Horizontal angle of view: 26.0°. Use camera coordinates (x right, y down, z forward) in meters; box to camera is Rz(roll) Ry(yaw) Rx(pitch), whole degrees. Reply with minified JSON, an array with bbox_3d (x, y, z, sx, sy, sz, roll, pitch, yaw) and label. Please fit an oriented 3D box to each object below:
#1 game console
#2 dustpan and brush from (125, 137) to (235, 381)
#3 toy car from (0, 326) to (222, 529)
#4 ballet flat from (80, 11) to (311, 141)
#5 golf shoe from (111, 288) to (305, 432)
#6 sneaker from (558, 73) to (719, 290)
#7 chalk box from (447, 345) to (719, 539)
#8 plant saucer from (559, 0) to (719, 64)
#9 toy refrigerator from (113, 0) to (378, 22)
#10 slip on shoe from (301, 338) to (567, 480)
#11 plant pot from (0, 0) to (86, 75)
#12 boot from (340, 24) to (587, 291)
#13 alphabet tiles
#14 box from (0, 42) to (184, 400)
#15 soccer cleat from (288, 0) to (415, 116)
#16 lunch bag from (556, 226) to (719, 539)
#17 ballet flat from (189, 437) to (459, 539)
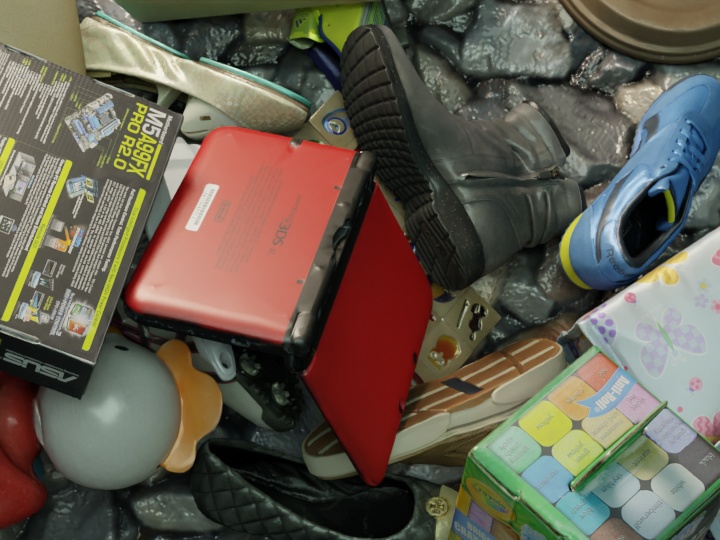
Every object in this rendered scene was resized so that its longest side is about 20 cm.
[{"bbox_3d":[-0.045,0.018,1.012,0.171,0.119,0.201,12,40,7],"label":"game console"},{"bbox_3d":[-0.126,-0.012,1.009,0.139,0.057,0.201,-5,67,-39],"label":"dustpan and brush"},{"bbox_3d":[-0.186,0.074,0.998,0.198,0.184,0.178,-5,76,2],"label":"toy car"},{"bbox_3d":[-0.126,-0.124,1.115,0.199,0.067,0.063,24,86,24],"label":"ballet flat"},{"bbox_3d":[-0.125,0.048,1.085,0.200,0.077,0.088,43,112,-4],"label":"golf shoe"},{"bbox_3d":[0.220,-0.065,1.108,0.066,0.078,0.200,45,66,-15],"label":"sneaker"},{"bbox_3d":[0.142,0.146,0.976,0.124,0.201,0.124,-34,61,-29],"label":"chalk box"},{"bbox_3d":[0.238,-0.257,1.197,0.198,0.029,0.202,1,77,-4],"label":"plant saucer"},{"bbox_3d":[-0.080,-0.231,1.118,0.198,0.070,0.077,-2,75,20],"label":"toy refrigerator"},{"bbox_3d":[0.057,0.109,1.066,0.199,0.076,0.061,-22,111,-23],"label":"slip on shoe"},{"bbox_3d":[-0.266,-0.144,1.077,0.186,0.187,0.201,-23,93,-9],"label":"plant pot"},{"bbox_3d":[0.074,-0.096,1.110,0.131,0.070,0.201,-28,99,-28],"label":"boot"},{"bbox_3d":[0.000,0.000,1.102,0.200,0.008,0.167,45,73,-7],"label":"alphabet tiles"},{"bbox_3d":[-0.209,-0.039,0.937,0.159,0.044,0.201,21,52,-10],"label":"box"},{"bbox_3d":[-0.019,-0.204,1.150,0.083,0.065,0.202,-15,78,-5],"label":"soccer cleat"},{"bbox_3d":[0.261,0.079,1.065,0.169,0.127,0.201,-32,85,-8],"label":"lunch bag"},{"bbox_3d":[-0.019,0.156,1.056,0.198,0.057,0.067,8,48,-1],"label":"ballet flat"}]
